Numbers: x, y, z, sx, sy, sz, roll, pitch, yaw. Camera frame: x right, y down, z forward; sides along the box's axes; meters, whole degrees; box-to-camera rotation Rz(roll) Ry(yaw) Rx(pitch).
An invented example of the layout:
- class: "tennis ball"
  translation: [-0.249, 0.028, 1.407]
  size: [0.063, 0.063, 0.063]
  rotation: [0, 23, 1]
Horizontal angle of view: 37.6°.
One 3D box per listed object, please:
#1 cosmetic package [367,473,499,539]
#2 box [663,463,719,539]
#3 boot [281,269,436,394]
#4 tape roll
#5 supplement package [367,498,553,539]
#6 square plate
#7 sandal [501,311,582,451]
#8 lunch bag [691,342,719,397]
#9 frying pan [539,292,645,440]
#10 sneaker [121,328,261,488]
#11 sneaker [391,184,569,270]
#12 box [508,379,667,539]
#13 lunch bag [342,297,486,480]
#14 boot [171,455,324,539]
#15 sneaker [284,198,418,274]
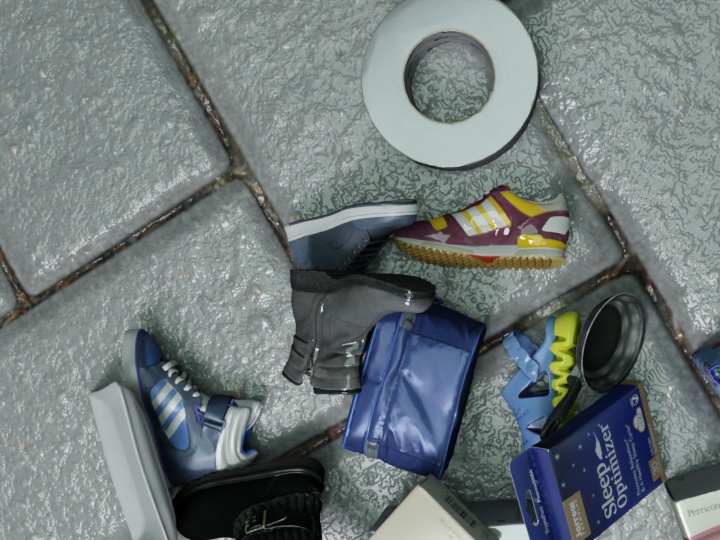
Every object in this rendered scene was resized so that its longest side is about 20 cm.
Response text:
- class: "cosmetic package"
  translation: [0.039, 0.320, 1.096]
  size: [0.103, 0.073, 0.200]
  rotation: [42, 99, 13]
- class: "box"
  translation: [0.420, 0.310, 1.125]
  size: [0.127, 0.109, 0.201]
  rotation: [-20, 87, 11]
- class: "boot"
  translation: [-0.001, 0.068, 1.107]
  size: [0.200, 0.070, 0.132]
  rotation: [4, 92, 48]
- class: "tape roll"
  translation: [0.103, -0.215, 1.204]
  size: [0.199, 0.066, 0.201]
  rotation: [0, 92, 11]
- class: "supplement package"
  translation: [0.119, 0.328, 1.178]
  size: [0.199, 0.121, 0.120]
  rotation: [-6, 90, 11]
- class: "square plate"
  translation: [-0.264, 0.230, 1.238]
  size: [0.028, 0.198, 0.201]
  rotation: [-16, 87, -25]
- class: "sandal"
  translation: [0.199, 0.143, 1.190]
  size: [0.087, 0.079, 0.201]
  rotation: [5, 86, 22]
- class: "lunch bag"
  translation: [0.459, 0.083, 1.094]
  size: [0.200, 0.151, 0.094]
  rotation: [-32, 85, 10]
- class: "frying pan"
  translation: [0.255, 0.111, 1.156]
  size: [0.031, 0.115, 0.191]
  rotation: [22, 81, 45]
- class: "sneaker"
  translation: [-0.193, 0.152, 1.266]
  size: [0.146, 0.081, 0.201]
  rotation: [-15, 85, 3]
- class: "sneaker"
  translation: [0.136, -0.052, 1.203]
  size: [0.199, 0.075, 0.091]
  rotation: [5, 77, 10]
- class: "box"
  translation: [0.245, 0.212, 1.119]
  size: [0.032, 0.200, 0.122]
  rotation: [0, 111, 53]
- class: "lunch bag"
  translation: [0.056, 0.118, 1.181]
  size: [0.132, 0.136, 0.201]
  rotation: [15, 92, 10]
- class: "boot"
  translation: [-0.133, 0.303, 1.188]
  size: [0.210, 0.158, 0.079]
  rotation: [-22, 130, 21]
- class: "sneaker"
  translation: [0.001, 0.000, 1.189]
  size: [0.202, 0.077, 0.147]
  rotation: [-14, 85, 50]
